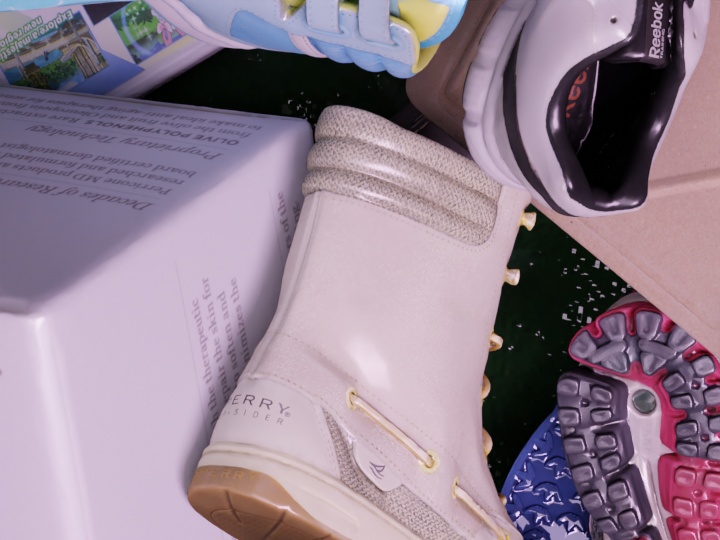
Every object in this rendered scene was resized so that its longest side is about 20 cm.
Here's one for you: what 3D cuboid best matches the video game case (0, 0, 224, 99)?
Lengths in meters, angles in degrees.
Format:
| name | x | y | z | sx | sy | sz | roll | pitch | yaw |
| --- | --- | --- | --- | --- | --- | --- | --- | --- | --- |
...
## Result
| name | x | y | z | sx | sy | sz | roll | pitch | yaw |
| --- | --- | --- | --- | --- | --- | --- | --- | --- | --- |
| video game case | -0.115 | -0.153 | 1.006 | 0.200 | 0.022 | 0.183 | -29 | 90 | 18 |

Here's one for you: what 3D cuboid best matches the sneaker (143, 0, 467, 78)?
| name | x | y | z | sx | sy | sz | roll | pitch | yaw |
| --- | --- | --- | --- | --- | --- | --- | --- | --- | --- |
| sneaker | -0.036 | -0.119 | 0.850 | 0.130 | 0.200 | 0.080 | 13 | 87 | 32 |

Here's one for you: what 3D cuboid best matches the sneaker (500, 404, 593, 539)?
| name | x | y | z | sx | sy | sz | roll | pitch | yaw |
| --- | --- | --- | --- | --- | --- | --- | --- | --- | --- |
| sneaker | 0.074 | 0.123 | 1.044 | 0.070 | 0.078 | 0.200 | 28 | 88 | 3 |

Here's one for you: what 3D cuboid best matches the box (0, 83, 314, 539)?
| name | x | y | z | sx | sy | sz | roll | pitch | yaw |
| --- | --- | --- | --- | --- | --- | --- | --- | --- | --- |
| box | -0.129 | 0.055 | 0.946 | 0.199 | 0.171 | 0.200 | 8 | 118 | 28 |

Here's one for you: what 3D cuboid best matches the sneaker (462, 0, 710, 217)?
| name | x | y | z | sx | sy | sz | roll | pitch | yaw |
| --- | --- | --- | --- | --- | --- | --- | --- | --- | --- |
| sneaker | 0.093 | -0.109 | 0.851 | 0.073 | 0.080 | 0.201 | 5 | 110 | -20 |

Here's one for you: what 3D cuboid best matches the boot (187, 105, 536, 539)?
| name | x | y | z | sx | sy | sz | roll | pitch | yaw |
| --- | --- | --- | --- | --- | --- | --- | --- | --- | --- |
| boot | 0.030 | 0.045 | 0.940 | 0.072 | 0.200 | 0.155 | 1 | 67 | 39 |

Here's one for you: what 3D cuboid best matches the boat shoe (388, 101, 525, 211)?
| name | x | y | z | sx | sy | sz | roll | pitch | yaw |
| --- | --- | --- | --- | --- | --- | --- | --- | --- | --- |
| boat shoe | 0.000 | 0.000 | 1.023 | 0.067 | 0.057 | 0.200 | 45 | 110 | -4 |

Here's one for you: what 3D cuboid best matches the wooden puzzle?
| name | x | y | z | sx | sy | sz | roll | pitch | yaw |
| --- | --- | --- | --- | --- | --- | --- | --- | --- | --- |
| wooden puzzle | 0.119 | -0.089 | 0.912 | 0.200 | 0.037 | 0.185 | 44 | 116 | 34 |

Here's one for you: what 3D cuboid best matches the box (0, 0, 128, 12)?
| name | x | y | z | sx | sy | sz | roll | pitch | yaw |
| --- | --- | --- | --- | --- | --- | --- | --- | --- | --- |
| box | -0.102 | -0.198 | 0.958 | 0.082 | 0.049 | 0.201 | -4 | 98 | 16 |

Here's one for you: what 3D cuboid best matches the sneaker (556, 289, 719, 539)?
| name | x | y | z | sx | sy | sz | roll | pitch | yaw |
| --- | --- | --- | --- | --- | --- | --- | --- | --- | --- |
| sneaker | 0.122 | 0.104 | 0.973 | 0.080 | 0.075 | 0.201 | -1 | 102 | 18 |
